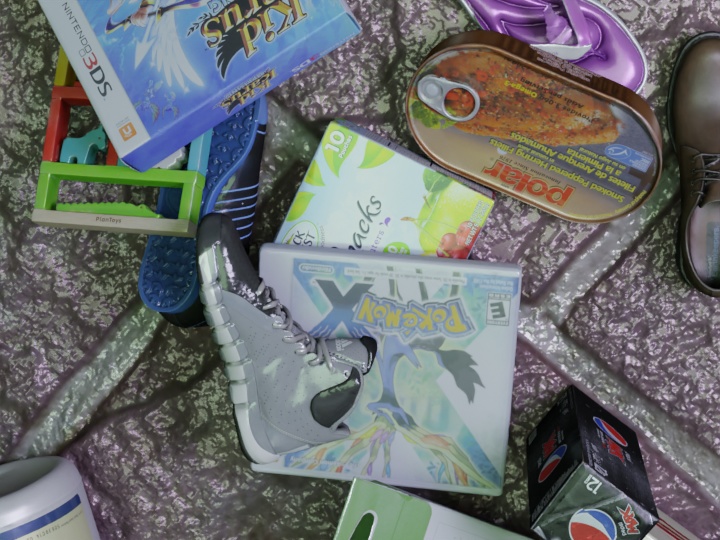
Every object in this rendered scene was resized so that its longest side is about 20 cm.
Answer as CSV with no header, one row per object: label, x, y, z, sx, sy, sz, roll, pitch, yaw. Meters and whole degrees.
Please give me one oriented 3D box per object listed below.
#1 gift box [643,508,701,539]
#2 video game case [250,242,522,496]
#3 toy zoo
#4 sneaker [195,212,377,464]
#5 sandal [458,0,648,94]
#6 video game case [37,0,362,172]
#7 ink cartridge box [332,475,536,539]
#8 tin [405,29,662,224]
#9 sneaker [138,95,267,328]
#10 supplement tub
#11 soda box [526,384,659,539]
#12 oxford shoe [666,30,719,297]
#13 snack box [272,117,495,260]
gift box,0.227,0.302,1.117,0.186,0.185,0.200,34,101,4
video game case,0.017,0.076,1.119,0.199,0.022,0.183,5,105,6
toy zoo,-0.174,-0.128,1.119,0.131,0.020,0.201,4,79,15
sneaker,-0.048,0.042,1.078,0.115,0.075,0.201,-10,113,6
sandal,0.128,-0.191,1.099,0.202,0.050,0.083,38,101,-3
video game case,-0.128,-0.202,1.086,0.200,0.045,0.182,-32,74,7
ink cartridge box,0.041,0.227,1.117,0.200,0.059,0.104,25,82,-33
tin,0.131,-0.108,1.102,0.199,0.042,0.112,24,122,0
sneaker,-0.115,-0.052,1.141,0.070,0.078,0.201,15,80,21
supplement tub,-0.269,0.265,1.169,0.144,0.145,0.201,-14,98,8
soda box,0.168,0.153,1.081,0.071,0.200,0.063,38,103,-2
oxford shoe,0.270,-0.078,1.091,0.072,0.084,0.201,-5,98,8
snack box,0.000,0.000,1.143,0.142,0.053,0.201,25,103,1
